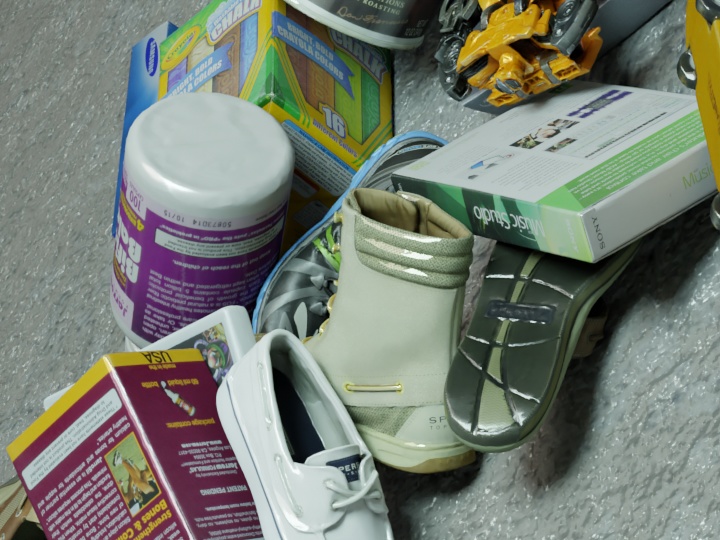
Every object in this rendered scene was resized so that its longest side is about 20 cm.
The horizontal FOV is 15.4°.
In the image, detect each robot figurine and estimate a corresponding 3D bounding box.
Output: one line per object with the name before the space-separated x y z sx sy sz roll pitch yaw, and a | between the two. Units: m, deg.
robot figurine | 0.117 -0.186 1.663 0.145 0.058 0.201 -21 43 44

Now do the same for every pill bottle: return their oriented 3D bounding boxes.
pill bottle | -0.108 -0.009 1.759 0.113 0.112 0.201 -94 11 -48

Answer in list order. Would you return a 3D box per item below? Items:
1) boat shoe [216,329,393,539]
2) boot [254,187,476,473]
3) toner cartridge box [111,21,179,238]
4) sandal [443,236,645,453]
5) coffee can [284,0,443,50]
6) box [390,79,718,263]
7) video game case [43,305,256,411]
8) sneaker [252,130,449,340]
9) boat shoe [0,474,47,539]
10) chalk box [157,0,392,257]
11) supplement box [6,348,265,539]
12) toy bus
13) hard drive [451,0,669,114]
boat shoe | -0.022 0.126 1.544 0.200 0.073 0.065 58 138 22
boot | -0.004 0.024 1.607 0.200 0.072 0.156 20 116 46
toner cartridge box | -0.127 -0.082 1.949 0.043 0.095 0.201 -33 37 30
sandal | 0.104 0.031 1.541 0.079 0.057 0.201 13 54 28
coffee can | 0.025 -0.271 1.788 0.201 0.146 0.147 -61 27 22
box | 0.129 -0.062 1.565 0.144 0.036 0.200 -29 21 -24
video game case | -0.110 0.146 1.665 0.181 0.023 0.201 -26 75 39
sneaker | 0.000 0.000 1.712 0.200 0.071 0.083 -54 30 1
boat shoe | -0.201 0.159 1.843 0.200 0.075 0.074 -49 35 25
chalk box | -0.060 -0.125 1.868 0.124 0.124 0.201 -35 37 30
supplement box | -0.115 0.160 1.598 0.110 0.085 0.201 -42 66 33
toy bus | 0.225 -0.102 1.472 0.065 0.078 0.201 99 168 -50
hard drive | 0.145 -0.192 1.731 0.200 0.042 0.135 -37 34 27
